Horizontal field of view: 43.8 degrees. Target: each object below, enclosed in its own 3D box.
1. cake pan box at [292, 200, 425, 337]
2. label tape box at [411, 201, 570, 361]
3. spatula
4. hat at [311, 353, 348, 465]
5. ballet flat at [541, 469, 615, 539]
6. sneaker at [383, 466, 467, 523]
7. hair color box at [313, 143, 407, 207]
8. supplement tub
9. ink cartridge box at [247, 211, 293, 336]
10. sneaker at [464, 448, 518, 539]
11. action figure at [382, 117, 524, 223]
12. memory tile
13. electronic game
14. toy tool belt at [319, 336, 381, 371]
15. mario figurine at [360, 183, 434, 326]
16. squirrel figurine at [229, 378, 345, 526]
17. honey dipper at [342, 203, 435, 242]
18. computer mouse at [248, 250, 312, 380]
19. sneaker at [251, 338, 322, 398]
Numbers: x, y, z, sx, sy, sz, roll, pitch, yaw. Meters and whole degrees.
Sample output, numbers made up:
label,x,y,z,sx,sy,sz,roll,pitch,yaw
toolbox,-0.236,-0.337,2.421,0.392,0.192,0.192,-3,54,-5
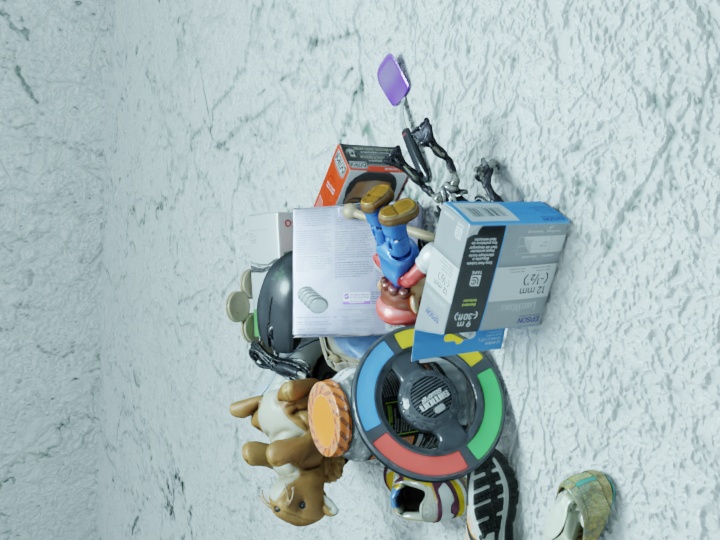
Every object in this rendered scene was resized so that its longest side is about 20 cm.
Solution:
label,x,y,z,sx,sy,sz,roll,pitch,yaw
cake pan box,0.000,0.000,1.269,0.052,0.196,0.188,12,-105,-76
label tape box,0.146,0.024,1.034,0.066,0.141,0.203,43,129,52
spatula,0.064,-0.215,1.288,0.057,0.020,0.203,-44,56,53
hat,-0.018,0.221,1.434,0.200,0.080,0.204,155,118,-62
ballet flat,0.227,0.312,0.999,0.071,0.070,0.203,43,130,51
sneaker,0.069,0.305,1.266,0.199,0.089,0.076,-4,90,61
hair color box,-0.013,-0.095,1.361,0.201,0.100,0.062,114,145,-42
supplement tub,0.037,0.185,1.198,0.122,0.197,0.125,9,101,60
ink cartridge box,-0.103,0.003,1.485,0.084,0.145,0.204,-3,91,46
sneaker,0.155,0.322,1.127,0.080,0.073,0.204,-8,86,63
action figure,0.125,-0.093,1.108,0.119,0.102,0.200,-40,96,24
memory tile,-0.148,0.040,1.516,0.017,0.201,0.154,-4,134,38
electronic game,0.085,0.162,1.112,0.042,0.197,0.203,109,147,-62
toy tool belt,0.008,0.103,1.326,0.124,0.123,0.201,105,147,-45
mario figurine,0.062,-0.018,1.158,0.124,0.104,0.202,-90,-9,-51
squirrel figurine,-0.072,0.258,1.269,0.140,0.199,0.190,-23,75,33
honey dipper,0.059,-0.058,1.202,0.198,0.038,0.039,21,115,27
computer mouse,-0.121,0.070,1.374,0.137,0.052,0.204,20,104,37
sneaker,-0.108,0.182,1.470,0.071,0.072,0.201,55,126,31
